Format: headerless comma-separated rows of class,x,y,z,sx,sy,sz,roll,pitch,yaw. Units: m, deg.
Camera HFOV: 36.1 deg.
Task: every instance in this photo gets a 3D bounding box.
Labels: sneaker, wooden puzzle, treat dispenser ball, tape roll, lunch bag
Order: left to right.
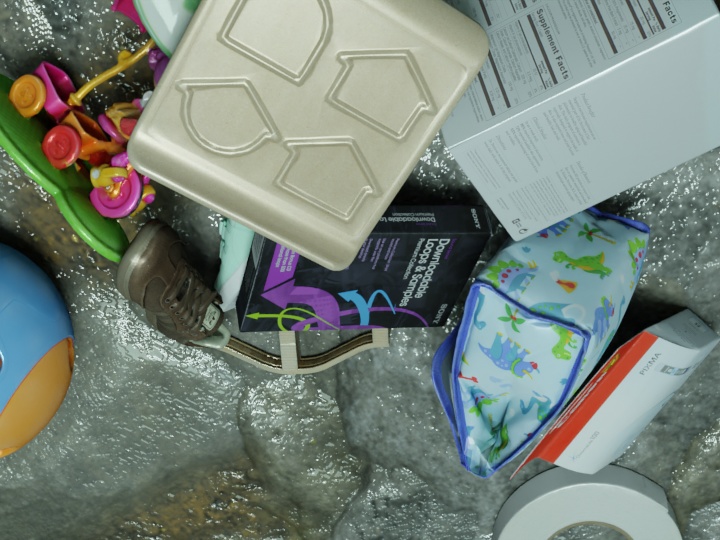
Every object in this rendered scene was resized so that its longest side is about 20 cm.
treat dispenser ball,-0.353,0.072,0.975,0.197,0.202,0.204,1,118,3
sneaker,-0.149,0.016,0.937,0.075,0.200,0.071,27,76,8
sneaker,-0.102,-0.056,0.981,0.119,0.073,0.201,53,137,16
wooden puzzle,-0.037,-0.122,0.753,0.183,0.047,0.202,26,111,-20
lunch bag,0.148,0.057,0.941,0.126,0.170,0.202,25,134,19
tape roll,0.236,0.291,1.148,0.198,0.037,0.206,2,118,3

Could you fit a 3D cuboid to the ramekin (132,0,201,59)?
ramekin,-0.072,-0.223,0.770,0.196,0.098,0.203,-2,121,-4

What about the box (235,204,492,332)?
box,0.000,0.000,0.949,0.196,0.037,0.144,-2,144,-18

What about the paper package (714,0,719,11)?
paper package,0.319,-0.179,0.802,0.102,0.201,0.193,-17,117,7

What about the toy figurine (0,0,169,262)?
toy figurine,-0.183,-0.142,0.885,0.183,0.150,0.201,-40,72,10

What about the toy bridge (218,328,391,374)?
toy bridge,-0.068,0.065,1.053,0.196,0.027,0.068,-1,118,5

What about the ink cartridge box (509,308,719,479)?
ink cartridge box,0.229,0.119,0.976,0.047,0.199,0.161,44,117,19

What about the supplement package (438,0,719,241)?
supplement package,0.160,-0.154,0.826,0.197,0.153,0.152,-25,147,16
